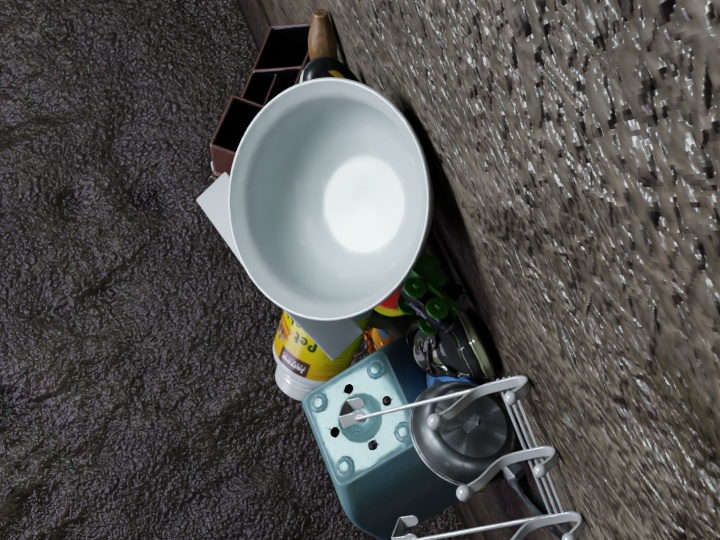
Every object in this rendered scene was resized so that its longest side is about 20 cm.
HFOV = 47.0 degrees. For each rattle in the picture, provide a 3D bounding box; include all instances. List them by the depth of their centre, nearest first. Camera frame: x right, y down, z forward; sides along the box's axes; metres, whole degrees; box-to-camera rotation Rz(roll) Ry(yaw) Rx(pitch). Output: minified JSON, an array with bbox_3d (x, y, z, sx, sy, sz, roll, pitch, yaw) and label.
[{"bbox_3d":[0.070,0.030,1.131,0.201,0.142,0.130,51,-149,-5],"label":"rattle"}]

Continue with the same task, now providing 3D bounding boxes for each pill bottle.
[{"bbox_3d":[-0.049,0.071,1.072,0.110,0.107,0.202,62,140,46],"label":"pill bottle"}]

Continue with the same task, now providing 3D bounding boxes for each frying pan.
[{"bbox_3d":[0.118,0.184,0.787,0.192,0.113,0.031,63,151,32],"label":"frying pan"}]

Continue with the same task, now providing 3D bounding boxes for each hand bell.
[{"bbox_3d":[-0.039,-0.201,0.943,0.202,0.102,0.105,87,161,-48],"label":"hand bell"}]

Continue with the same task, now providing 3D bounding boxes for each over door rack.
[{"bbox_3d":[0.078,0.181,0.724,0.066,0.198,0.150,-37,-72,-52],"label":"over door rack"}]

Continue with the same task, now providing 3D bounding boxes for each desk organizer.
[{"bbox_3d":[-0.107,-0.199,0.959,0.077,0.071,0.203,107,-179,-70],"label":"desk organizer"}]

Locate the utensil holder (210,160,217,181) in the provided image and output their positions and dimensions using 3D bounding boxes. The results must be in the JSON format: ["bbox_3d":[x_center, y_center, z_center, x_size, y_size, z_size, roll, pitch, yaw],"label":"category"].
[{"bbox_3d":[-0.091,-0.123,1.170,0.170,0.197,0.172,155,90,-86],"label":"utensil holder"}]

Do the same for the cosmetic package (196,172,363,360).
[{"bbox_3d":[-0.091,-0.008,0.893,0.151,0.052,0.200,48,178,-34],"label":"cosmetic package"}]

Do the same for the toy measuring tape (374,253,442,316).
[{"bbox_3d":[0.000,0.000,0.859,0.074,0.197,0.075,17,-89,-79],"label":"toy measuring tape"}]

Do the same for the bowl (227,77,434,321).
[{"bbox_3d":[-0.012,-0.061,0.726,0.090,0.199,0.204,-6,-112,-61],"label":"bowl"}]

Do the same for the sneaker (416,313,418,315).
[{"bbox_3d":[0.027,0.015,1.242,0.077,0.084,0.203,-137,23,-83],"label":"sneaker"}]

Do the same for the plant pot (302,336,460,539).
[{"bbox_3d":[0.036,0.197,1.021,0.198,0.194,0.200,64,-169,27],"label":"plant pot"}]

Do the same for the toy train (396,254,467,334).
[{"bbox_3d":[0.023,-0.018,0.799,0.200,0.056,0.042,43,148,16],"label":"toy train"}]

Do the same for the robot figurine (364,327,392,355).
[{"bbox_3d":[0.051,0.092,1.301,0.144,0.058,0.202,6,-130,-47],"label":"robot figurine"}]

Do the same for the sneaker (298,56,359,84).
[{"bbox_3d":[0.006,-0.122,0.839,0.090,0.069,0.203,26,143,62],"label":"sneaker"}]

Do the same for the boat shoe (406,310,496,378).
[{"bbox_3d":[0.087,0.081,0.853,0.201,0.065,0.073,-140,26,-84],"label":"boat shoe"}]

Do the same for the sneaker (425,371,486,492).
[{"bbox_3d":[0.123,0.145,0.919,0.202,0.065,0.079,-100,29,-53],"label":"sneaker"}]
